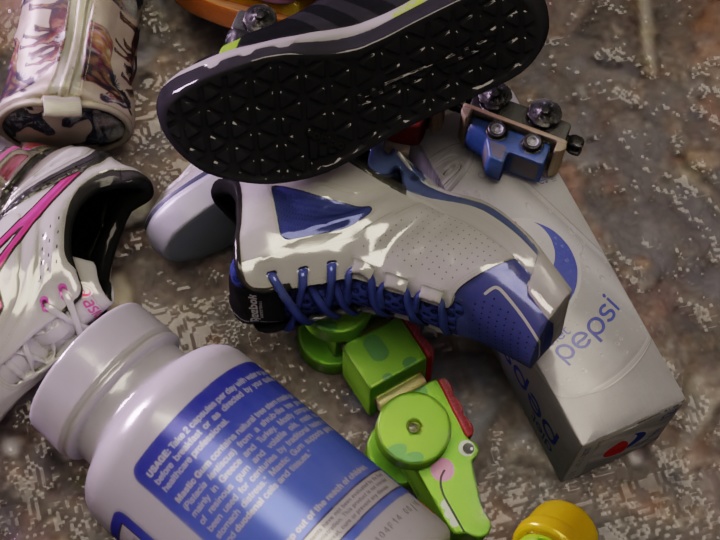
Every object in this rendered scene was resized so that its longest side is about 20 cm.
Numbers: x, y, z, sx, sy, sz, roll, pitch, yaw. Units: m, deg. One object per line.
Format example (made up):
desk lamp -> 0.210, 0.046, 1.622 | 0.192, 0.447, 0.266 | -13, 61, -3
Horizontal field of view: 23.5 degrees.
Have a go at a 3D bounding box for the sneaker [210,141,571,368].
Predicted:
sneaker -> -0.001, 0.000, 0.859 | 0.199, 0.081, 0.115 | 38, 73, 20

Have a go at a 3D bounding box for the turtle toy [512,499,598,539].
turtle toy -> 0.102, 0.216, 0.822 | 0.200, 0.101, 0.146 | 40, 45, 9

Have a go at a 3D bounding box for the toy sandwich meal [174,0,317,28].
toy sandwich meal -> -0.021, -0.202, 1.006 | 0.205, 0.070, 0.205 | 4, 35, -3

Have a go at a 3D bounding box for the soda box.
soda box -> 0.095, 0.007, 0.932 | 0.063, 0.068, 0.200 | -22, 71, -12

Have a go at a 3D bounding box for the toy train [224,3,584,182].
toy train -> 0.020, -0.090, 0.916 | 0.200, 0.034, 0.046 | 19, 66, 7

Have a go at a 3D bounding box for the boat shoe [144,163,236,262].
boat shoe -> -0.051, -0.087, 0.960 | 0.202, 0.075, 0.086 | -36, 74, -20

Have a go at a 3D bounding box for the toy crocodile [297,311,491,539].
toy crocodile -> 0.016, 0.054, 0.907 | 0.062, 0.068, 0.200 | -26, 71, -13

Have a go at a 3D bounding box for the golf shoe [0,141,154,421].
golf shoe -> -0.177, 0.020, 0.893 | 0.092, 0.073, 0.200 | 7, 65, 31

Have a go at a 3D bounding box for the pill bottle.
pill bottle -> -0.064, 0.108, 0.856 | 0.200, 0.112, 0.112 | 40, 70, 13

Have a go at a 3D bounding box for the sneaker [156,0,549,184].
sneaker -> -0.003, -0.104, 0.846 | 0.200, 0.072, 0.083 | -17, 32, -3

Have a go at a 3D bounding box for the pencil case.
pencil case -> -0.156, -0.159, 0.977 | 0.078, 0.089, 0.200 | 5, 67, -1
